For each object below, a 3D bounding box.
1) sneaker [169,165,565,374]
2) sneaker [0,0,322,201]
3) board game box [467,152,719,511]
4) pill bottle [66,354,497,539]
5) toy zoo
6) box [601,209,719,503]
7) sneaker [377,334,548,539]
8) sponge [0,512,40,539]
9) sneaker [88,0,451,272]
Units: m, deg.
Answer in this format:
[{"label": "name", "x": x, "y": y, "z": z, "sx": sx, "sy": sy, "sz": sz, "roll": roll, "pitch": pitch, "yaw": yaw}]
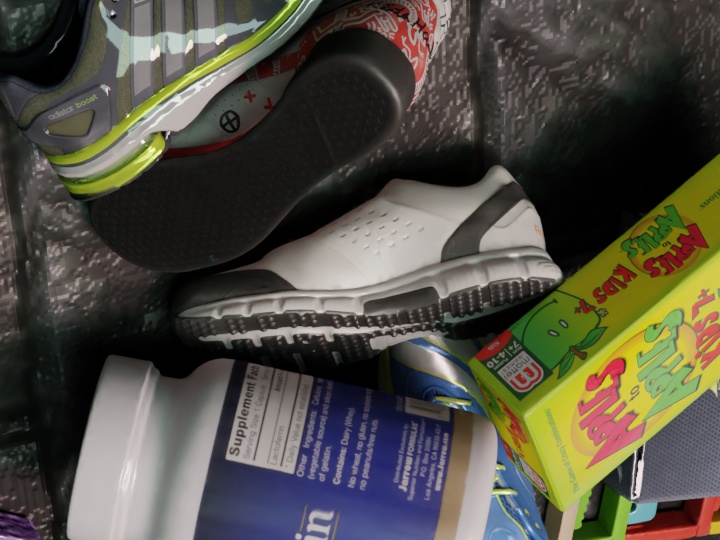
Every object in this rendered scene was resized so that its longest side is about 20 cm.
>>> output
[{"label": "sneaker", "x": 0.000, "y": 0.000, "z": 1.091, "sx": 0.199, "sy": 0.080, "sz": 0.074, "roll": -9, "pitch": 153, "yaw": -3}, {"label": "sneaker", "x": -0.084, "y": -0.122, "z": 0.963, "sx": 0.200, "sy": 0.074, "sz": 0.081, "roll": -46, "pitch": 125, "yaw": 5}, {"label": "board game box", "x": 0.154, "y": 0.023, "z": 1.091, "sx": 0.200, "sy": 0.048, "sz": 0.102, "roll": -39, "pitch": 144, "yaw": -10}, {"label": "pill bottle", "x": -0.039, "y": 0.108, "z": 1.065, "sx": 0.199, "sy": 0.116, "sz": 0.116, "roll": 12, "pitch": 118, "yaw": -1}, {"label": "toy zoo", "x": 0.209, "y": 0.101, "z": 1.276, "sx": 0.199, "sy": 0.020, "sz": 0.132, "roll": -5, "pitch": 121, "yaw": -23}, {"label": "box", "x": 0.234, "y": 0.044, "z": 1.212, "sx": 0.199, "sy": 0.051, "sz": 0.158, "roll": -2, "pitch": 107, "yaw": -23}, {"label": "sneaker", "x": 0.066, "y": 0.100, "z": 1.153, "sx": 0.075, "sy": 0.105, "sz": 0.201, "roll": -23, "pitch": 128, "yaw": -11}, {"label": "sponge", "x": -0.256, "y": 0.202, "z": 1.112, "sx": 0.111, "sy": 0.030, "sz": 0.201, "roll": 17, "pitch": 111, "yaw": -33}, {"label": "sneaker", "x": -0.039, "y": -0.075, "z": 1.014, "sx": 0.201, "sy": 0.108, "sz": 0.067, "roll": -30, "pitch": 112, "yaw": 38}]
